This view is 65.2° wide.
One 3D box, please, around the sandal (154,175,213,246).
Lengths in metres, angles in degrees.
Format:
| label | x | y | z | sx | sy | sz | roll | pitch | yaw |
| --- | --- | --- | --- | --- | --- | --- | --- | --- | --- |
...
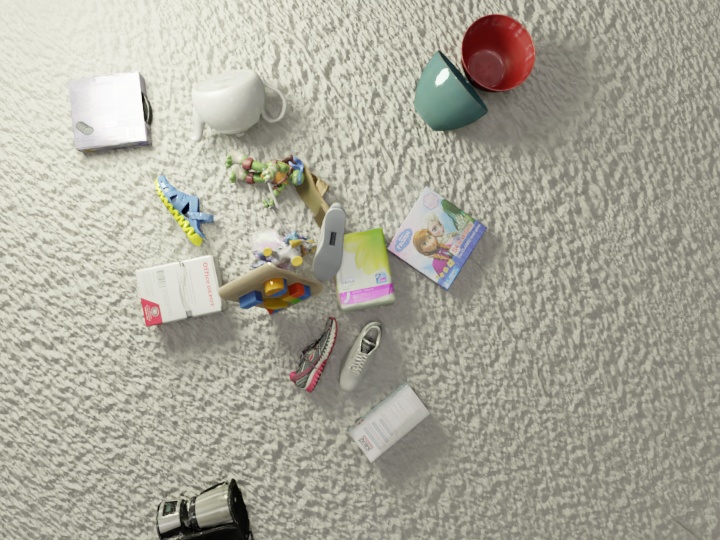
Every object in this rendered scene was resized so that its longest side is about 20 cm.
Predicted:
| label | x | y | z | sx | sy | sz | roll | pitch | yaw |
| --- | --- | --- | --- | --- | --- | --- | --- | --- | --- |
| sandal | -0.454 | -0.166 | 1.466 | 0.087 | 0.079 | 0.201 | -38 | 98 | -7 |

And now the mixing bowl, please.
| label | x | y | z | sx | sy | sz | roll | pitch | yaw |
| --- | --- | --- | --- | --- | --- | --- | --- | --- | --- |
| mixing bowl | 0.347 | -0.554 | 1.488 | 0.197 | 0.108 | 0.204 | 0 | 86 | -6 |

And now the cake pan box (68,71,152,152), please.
| label | x | y | z | sx | sy | sz | roll | pitch | yaw |
| --- | --- | --- | --- | --- | --- | --- | --- | --- | --- |
| cake pan box | -0.651 | -0.414 | 1.475 | 0.197 | 0.052 | 0.187 | -9 | 90 | -2 |

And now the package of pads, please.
| label | x | y | z | sx | sy | sz | roll | pitch | yaw |
| --- | --- | --- | --- | --- | --- | --- | --- | --- | --- |
| package of pads | 0.000 | 0.000 | 1.477 | 0.152 | 0.068 | 0.203 | -10 | 85 | -3 |

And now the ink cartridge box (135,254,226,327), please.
| label | x | y | z | sx | sy | sz | roll | pitch | yaw |
| --- | --- | --- | --- | --- | --- | --- | --- | --- | --- |
| ink cartridge box | -0.456 | 0.052 | 1.449 | 0.197 | 0.083 | 0.148 | -11 | 88 | -3 |

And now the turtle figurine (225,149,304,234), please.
| label | x | y | z | sx | sy | sz | roll | pitch | yaw |
| --- | --- | --- | --- | --- | --- | --- | --- | --- | --- |
| turtle figurine | -0.252 | -0.216 | 1.435 | 0.191 | 0.144 | 0.203 | 18 | 94 | 8 |

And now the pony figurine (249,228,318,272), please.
| label | x | y | z | sx | sy | sz | roll | pitch | yaw |
| --- | --- | --- | --- | --- | --- | --- | --- | --- | --- |
| pony figurine | -0.201 | -0.033 | 1.428 | 0.190 | 0.200 | 0.169 | -17 | 96 | 13 |

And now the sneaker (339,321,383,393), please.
| label | x | y | z | sx | sy | sz | roll | pitch | yaw |
| --- | --- | --- | --- | --- | --- | --- | --- | --- | --- |
| sneaker | -0.001 | 0.225 | 1.464 | 0.076 | 0.080 | 0.202 | 24 | 89 | -3 |

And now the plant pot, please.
| label | x | y | z | sx | sy | sz | roll | pitch | yaw |
| --- | --- | --- | --- | --- | --- | --- | --- | --- | --- |
| plant pot | 0.216 | -0.442 | 1.457 | 0.134 | 0.200 | 0.201 | -39 | 90 | 25 |

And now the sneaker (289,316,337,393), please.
| label | x | y | z | sx | sy | sz | roll | pitch | yaw |
| --- | --- | --- | --- | --- | --- | --- | --- | --- | --- |
| sneaker | -0.116 | 0.213 | 1.460 | 0.074 | 0.081 | 0.202 | 25 | 88 | 1 |

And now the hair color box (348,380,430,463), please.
| label | x | y | z | sx | sy | sz | roll | pitch | yaw |
| --- | --- | --- | --- | --- | --- | --- | --- | --- | --- |
| hair color box | 0.075 | 0.394 | 1.471 | 0.199 | 0.061 | 0.099 | -39 | 90 | -4 |

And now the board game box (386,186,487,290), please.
| label | x | y | z | sx | sy | sz | roll | pitch | yaw |
| --- | --- | --- | --- | --- | --- | --- | --- | --- | --- |
| board game box | 0.201 | -0.085 | 1.502 | 0.198 | 0.041 | 0.201 | 33 | 87 | -1 |

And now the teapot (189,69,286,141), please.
| label | x | y | z | sx | sy | sz | roll | pitch | yaw |
| --- | --- | --- | --- | --- | --- | --- | --- | --- | --- |
| teapot | -0.322 | -0.416 | 1.442 | 0.198 | 0.198 | 0.148 | 11 | 132 | 33 |

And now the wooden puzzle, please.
| label | x | y | z | sx | sy | sz | roll | pitch | yaw |
| --- | --- | --- | --- | --- | --- | --- | --- | --- | --- |
| wooden puzzle | -0.216 | 0.059 | 1.378 | 0.184 | 0.199 | 0.047 | -24 | 61 | 26 |

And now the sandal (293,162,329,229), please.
| label | x | y | z | sx | sy | sz | roll | pitch | yaw |
| --- | --- | --- | --- | --- | --- | --- | --- | --- | --- |
| sandal | -0.108 | -0.200 | 1.487 | 0.069 | 0.078 | 0.214 | -12 | 66 | -39 |

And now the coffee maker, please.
| label | x | y | z | sx | sy | sz | roll | pitch | yaw |
| --- | --- | --- | --- | --- | --- | --- | --- | --- | --- |
| coffee maker | -0.388 | 0.645 | 1.406 | 0.197 | 0.135 | 0.195 | -15 | 89 | -2 |

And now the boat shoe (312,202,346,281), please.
| label | x | y | z | sx | sy | sz | roll | pitch | yaw |
| --- | --- | --- | --- | --- | --- | --- | --- | --- | --- |
| boat shoe | -0.072 | -0.071 | 1.413 | 0.072 | 0.066 | 0.202 | 15 | 114 | -7 |
